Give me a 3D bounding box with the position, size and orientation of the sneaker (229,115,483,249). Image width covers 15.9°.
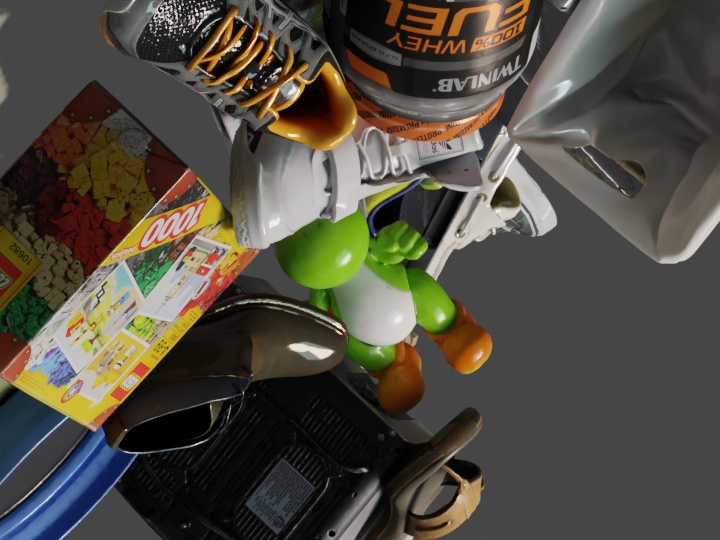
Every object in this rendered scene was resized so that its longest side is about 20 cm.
[{"bbox_3d":[0.004,-0.071,1.472,0.200,0.114,0.076,-51,139,-56],"label":"sneaker"}]

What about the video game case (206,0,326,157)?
[{"bbox_3d":[-0.036,-0.144,1.502,0.143,0.018,0.200,-45,165,-8],"label":"video game case"}]

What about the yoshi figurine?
[{"bbox_3d":[-0.002,0.010,1.665,0.112,0.200,0.113,-2,-132,48],"label":"yoshi figurine"}]

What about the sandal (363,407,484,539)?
[{"bbox_3d":[0.050,0.158,1.757,0.082,0.055,0.200,-43,167,-35],"label":"sandal"}]

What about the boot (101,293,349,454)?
[{"bbox_3d":[-0.087,0.071,1.582,0.199,0.097,0.075,1,137,-28],"label":"boot"}]

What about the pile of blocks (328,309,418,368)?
[{"bbox_3d":[-0.007,0.052,1.969,0.062,0.082,0.200,-43,165,-16],"label":"pile of blocks"}]

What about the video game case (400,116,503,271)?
[{"bbox_3d":[0.063,-0.098,1.743,0.200,0.019,0.144,115,-17,-47],"label":"video game case"}]

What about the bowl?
[{"bbox_3d":[-0.207,0.126,1.667,0.201,0.039,0.201,-44,165,-15],"label":"bowl"}]

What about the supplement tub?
[{"bbox_3d":[0.042,-0.172,1.384,0.122,0.122,0.201,-39,152,-31],"label":"supplement tub"}]

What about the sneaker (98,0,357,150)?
[{"bbox_3d":[-0.062,-0.117,1.344,0.078,0.077,0.200,-49,152,12],"label":"sneaker"}]

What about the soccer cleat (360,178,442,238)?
[{"bbox_3d":[0.038,-0.101,1.693,0.065,0.084,0.201,-26,154,-46],"label":"soccer cleat"}]

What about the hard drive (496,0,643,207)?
[{"bbox_3d":[0.117,-0.132,1.637,0.042,0.136,0.200,-22,136,26],"label":"hard drive"}]

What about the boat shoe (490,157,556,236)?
[{"bbox_3d":[0.099,-0.062,2.034,0.071,0.072,0.200,-39,156,4],"label":"boat shoe"}]

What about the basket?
[{"bbox_3d":[0.200,-0.128,1.476,0.123,0.135,0.200,-36,162,-53],"label":"basket"}]

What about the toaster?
[{"bbox_3d":[-0.067,0.129,1.795,0.200,0.181,0.119,-52,167,12],"label":"toaster"}]

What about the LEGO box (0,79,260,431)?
[{"bbox_3d":[-0.148,-0.003,1.424,0.149,0.077,0.200,-48,166,-2],"label":"LEGO box"}]

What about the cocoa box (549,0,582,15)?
[{"bbox_3d":[0.148,-0.262,1.497,0.200,0.131,0.133,-51,166,12],"label":"cocoa box"}]

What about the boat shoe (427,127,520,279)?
[{"bbox_3d":[0.081,-0.051,1.835,0.071,0.069,0.201,-76,-174,-49],"label":"boat shoe"}]
